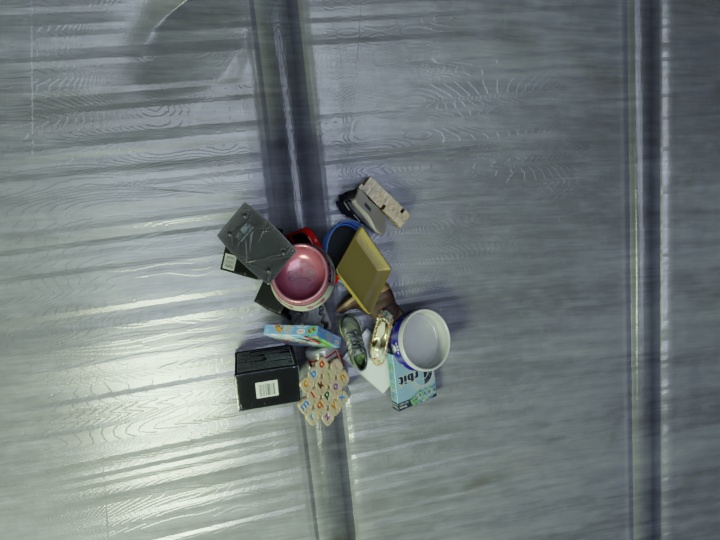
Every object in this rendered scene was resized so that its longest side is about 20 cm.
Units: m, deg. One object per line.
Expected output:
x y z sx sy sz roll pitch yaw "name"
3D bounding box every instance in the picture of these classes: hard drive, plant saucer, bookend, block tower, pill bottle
-0.284 -0.074 1.480 0.199 0.042 0.135 42 91 2 "hard drive"
0.048 0.312 1.850 0.199 0.026 0.132 42 88 -15 "hard drive"
0.000 0.000 1.688 0.201 0.048 0.202 53 48 -30 "plant saucer"
-0.232 0.037 1.666 0.090 0.200 0.203 22 80 6 "bookend"
0.076 -0.228 1.761 0.199 0.054 0.058 40 88 -16 "block tower"
-0.102 0.337 1.775 0.110 0.112 0.204 -21 102 -9 "pill bottle"

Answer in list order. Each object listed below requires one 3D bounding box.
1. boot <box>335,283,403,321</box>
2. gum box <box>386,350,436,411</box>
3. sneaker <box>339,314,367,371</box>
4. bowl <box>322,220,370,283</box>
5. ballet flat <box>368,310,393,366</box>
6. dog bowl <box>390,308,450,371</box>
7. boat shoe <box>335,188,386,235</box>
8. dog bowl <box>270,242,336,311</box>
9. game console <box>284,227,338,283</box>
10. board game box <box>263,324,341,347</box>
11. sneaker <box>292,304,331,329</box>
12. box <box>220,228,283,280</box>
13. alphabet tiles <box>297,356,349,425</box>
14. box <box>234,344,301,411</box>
0.033 0.133 1.795 0.198 0.072 0.168 -34 103 -8 "boot"
0.179 0.362 1.855 0.167 0.044 0.206 -14 102 -29 "gum box"
-0.014 0.241 1.764 0.072 0.081 0.204 -22 107 -7 "sneaker"
-0.042 -0.059 1.725 0.197 0.039 0.207 -2 93 -41 "bowl"
0.061 0.232 1.780 0.074 0.064 0.205 12 106 12 "ballet flat"
0.202 0.235 1.792 0.195 0.078 0.206 5 78 -26 "dog bowl"
0.002 -0.187 1.749 0.201 0.091 0.076 50 50 -37 "boat shoe"
-0.169 0.013 1.530 0.194 0.074 0.206 0 80 2 "dog bowl"
-0.163 -0.032 1.685 0.031 0.175 0.203 -37 105 -35 "game console"
-0.181 0.205 1.673 0.195 0.151 0.038 -1 70 28 "board game box"
-0.166 0.136 1.718 0.112 0.076 0.202 -20 137 -4 "sneaker"
-0.322 -0.066 1.608 0.121 0.200 0.152 15 96 2 "box"
-0.114 0.379 1.677 0.200 0.014 0.198 -48 123 -31 "alphabet tiles"
-0.294 0.334 1.685 0.195 0.198 0.127 -6 103 -12 "box"
